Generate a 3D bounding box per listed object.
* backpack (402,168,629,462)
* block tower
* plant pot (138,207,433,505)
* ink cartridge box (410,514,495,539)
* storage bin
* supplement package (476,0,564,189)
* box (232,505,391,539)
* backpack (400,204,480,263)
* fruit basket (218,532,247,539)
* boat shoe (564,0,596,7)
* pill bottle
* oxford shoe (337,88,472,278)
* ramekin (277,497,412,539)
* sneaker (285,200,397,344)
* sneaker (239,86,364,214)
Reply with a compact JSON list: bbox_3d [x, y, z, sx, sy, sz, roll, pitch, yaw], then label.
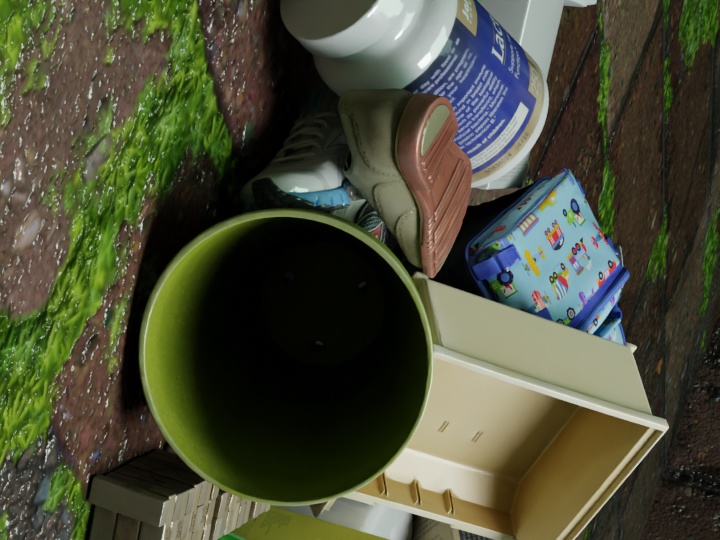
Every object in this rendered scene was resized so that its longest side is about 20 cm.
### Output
[{"bbox_3d":[0.141,0.045,1.645,0.182,0.134,0.201,-36,101,-48],"label":"backpack"},{"bbox_3d":[-0.116,0.151,1.372,0.200,0.054,0.058,-14,117,-70],"label":"block tower"},{"bbox_3d":[-0.037,0.037,1.367,0.200,0.186,0.189,-60,162,-78],"label":"plant pot"},{"bbox_3d":[0.067,0.233,1.729,0.200,0.075,0.166,130,-45,-59],"label":"ink cartridge box"},{"bbox_3d":[0.086,0.123,1.532,0.199,0.199,0.094,-56,-152,33],"label":"storage bin"},{"bbox_3d":[0.082,-0.174,1.607,0.120,0.120,0.202,-10,114,-71],"label":"supplement package"},{"bbox_3d":[-0.019,0.226,1.489,0.050,0.199,0.076,-58,157,-45],"label":"box"},{"bbox_3d":[0.084,0.058,1.787,0.168,0.126,0.200,66,32,-31],"label":"backpack"},{"bbox_3d":[-0.103,0.268,1.387,0.216,0.155,0.217,24,90,-88],"label":"fruit basket"},{"bbox_3d":[0.195,-0.287,1.953,0.200,0.071,0.066,-21,120,-70],"label":"boat shoe"},{"bbox_3d":[0.037,-0.150,1.423,0.200,0.115,0.116,38,66,-47],"label":"pill bottle"},{"bbox_3d":[0.030,-0.065,1.407,0.071,0.073,0.200,-62,159,-26],"label":"oxford shoe"},{"bbox_3d":[-0.032,0.246,1.637,0.200,0.097,0.202,15,90,-72],"label":"ramekin"},{"bbox_3d":[0.000,0.000,1.575,0.200,0.074,0.081,-54,153,-50],"label":"sneaker"},{"bbox_3d":[-0.033,-0.084,1.442,0.200,0.074,0.087,-25,108,-67],"label":"sneaker"}]
